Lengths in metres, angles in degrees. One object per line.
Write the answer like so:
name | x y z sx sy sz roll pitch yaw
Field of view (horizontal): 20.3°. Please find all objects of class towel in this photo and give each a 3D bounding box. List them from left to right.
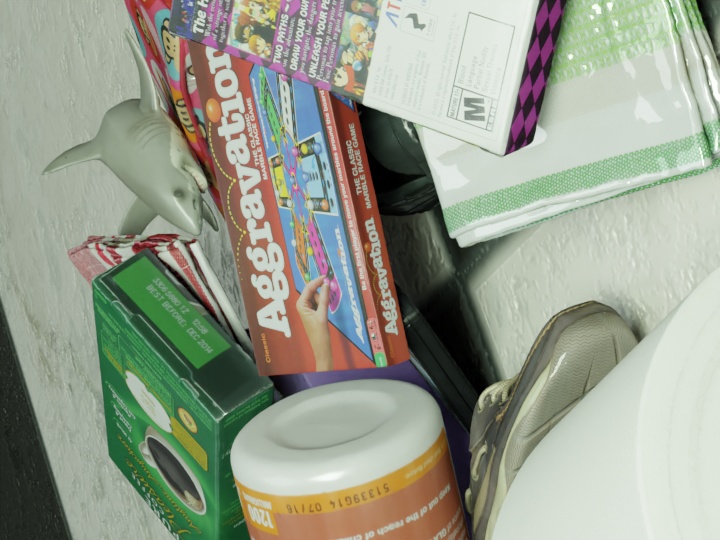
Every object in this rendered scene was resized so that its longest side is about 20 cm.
towel | -0.110 0.045 1.218 0.144 0.023 0.200 63 158 -12
towel | 0.067 -0.121 0.868 0.149 0.031 0.200 -18 94 33

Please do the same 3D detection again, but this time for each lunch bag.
lunch bag | -0.092 -0.133 1.216 0.176 0.082 0.200 56 167 42

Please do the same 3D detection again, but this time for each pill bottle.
pill bottle | 0.007 0.167 1.052 0.112 0.112 0.200 25 131 61

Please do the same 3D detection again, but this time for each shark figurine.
shark figurine | -0.149 -0.067 1.227 0.128 0.089 0.214 65 173 -2

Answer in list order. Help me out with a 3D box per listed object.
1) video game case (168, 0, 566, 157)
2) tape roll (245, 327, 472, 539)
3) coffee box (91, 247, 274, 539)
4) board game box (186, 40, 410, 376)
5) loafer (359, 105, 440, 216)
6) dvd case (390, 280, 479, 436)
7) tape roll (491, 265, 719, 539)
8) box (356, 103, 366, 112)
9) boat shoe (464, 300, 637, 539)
video game case | 0.011 -0.171 0.857 0.181 0.036 0.200 22 114 25
tape roll | -0.009 0.123 1.209 0.200 0.085 0.200 43 140 52
coffee box | -0.103 0.090 1.176 0.123 0.044 0.200 45 153 26
board game box | -0.035 -0.048 1.007 0.103 0.019 0.201 -8 96 50
loafer | 0.037 -0.073 1.024 0.201 0.070 0.068 -41 63 63
dvd case | 0.000 0.000 1.101 0.200 0.018 0.143 51 177 38
tape roll | 0.159 0.102 0.679 0.203 0.202 0.139 69 154 19
box | 0.012 -0.148 0.990 0.200 0.035 0.110 -29 60 49
boat shoe | 0.084 0.085 0.995 0.073 0.074 0.200 57 148 38
